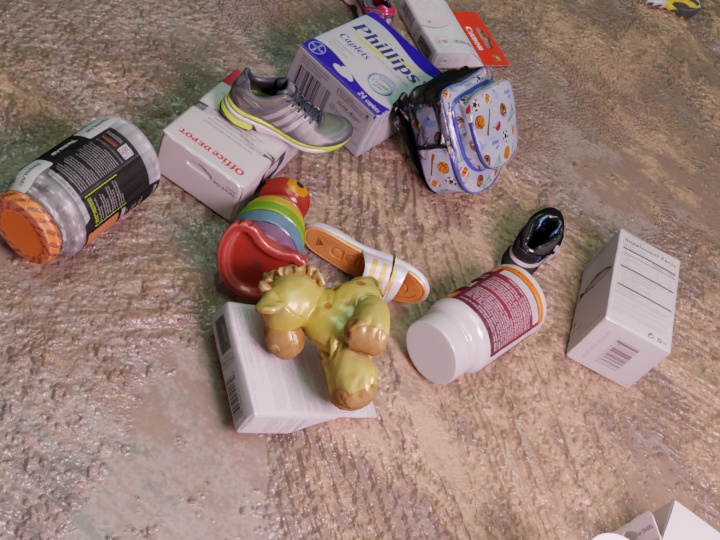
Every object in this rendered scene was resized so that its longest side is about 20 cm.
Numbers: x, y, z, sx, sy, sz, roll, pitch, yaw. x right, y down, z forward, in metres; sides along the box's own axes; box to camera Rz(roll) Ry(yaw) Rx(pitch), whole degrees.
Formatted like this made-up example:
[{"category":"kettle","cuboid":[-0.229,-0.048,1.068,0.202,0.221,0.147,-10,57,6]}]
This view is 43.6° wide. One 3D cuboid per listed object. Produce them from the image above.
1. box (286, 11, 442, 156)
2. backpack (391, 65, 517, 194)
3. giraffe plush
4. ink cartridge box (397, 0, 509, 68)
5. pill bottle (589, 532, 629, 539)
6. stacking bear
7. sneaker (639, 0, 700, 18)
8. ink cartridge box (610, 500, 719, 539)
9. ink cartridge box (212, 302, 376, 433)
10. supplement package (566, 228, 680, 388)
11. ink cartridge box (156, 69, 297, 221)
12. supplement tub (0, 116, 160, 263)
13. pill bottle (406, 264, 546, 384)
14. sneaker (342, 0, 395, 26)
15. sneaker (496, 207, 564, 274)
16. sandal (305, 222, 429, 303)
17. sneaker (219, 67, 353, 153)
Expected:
[{"category":"box","cuboid":[0.007,-0.319,1.523,0.184,0.105,0.200,44,49,10]},{"category":"backpack","cuboid":[0.170,-0.221,1.465,0.153,0.192,0.199,14,34,40]},{"category":"giraffe plush","cuboid":[-0.053,0.062,1.114,0.161,0.173,0.202,12,79,-5]},{"category":"ink cartridge box","cuboid":[0.189,-0.470,1.761,0.198,0.057,0.163,-11,60,-26]},{"category":"pill bottle","cuboid":[0.245,0.384,1.039,0.112,0.200,0.114,12,51,-16]},{"category":"stacking bear","cuboid":[-0.123,-0.061,1.266,0.121,0.114,0.201,32,36,-13]},{"category":"sneaker","cuboid":[0.719,-0.672,2.154,0.199,0.075,0.085,25,42,-18]},{"category":"ink cartridge box","cuboid":[0.409,0.405,1.149,0.199,0.129,0.125,35,48,4]},{"category":"ink cartridge box","cuboid":[-0.088,0.131,1.183,0.199,0.057,0.164,13,47,-43]},{"category":"supplement package","cuboid":[0.416,0.058,1.421,0.117,0.117,0.201,27,48,-3]},{"category":"ink cartridge box","cuboid":[-0.190,-0.190,1.345,0.144,0.085,0.200,34,47,2]},{"category":"supplement tub","cuboid":[-0.365,-0.103,1.164,0.122,0.123,0.200,37,48,5]},{"category":"pill bottle","cuboid":[0.165,0.077,1.292,0.199,0.114,0.114,-27,69,-38]},{"category":"sneaker","cuboid":[0.015,-0.524,1.702,0.080,0.075,0.201,-10,60,-31]},{"category":"sneaker","cuboid":[0.304,-0.063,1.463,0.073,0.112,0.200,39,49,6]},{"category":"sandal","cuboid":[-0.002,0.005,1.299,0.205,0.079,0.059,26,49,7]},{"category":"sneaker","cuboid":[-0.100,-0.232,1.311,0.198,0.081,0.074,13,51,-19]}]
